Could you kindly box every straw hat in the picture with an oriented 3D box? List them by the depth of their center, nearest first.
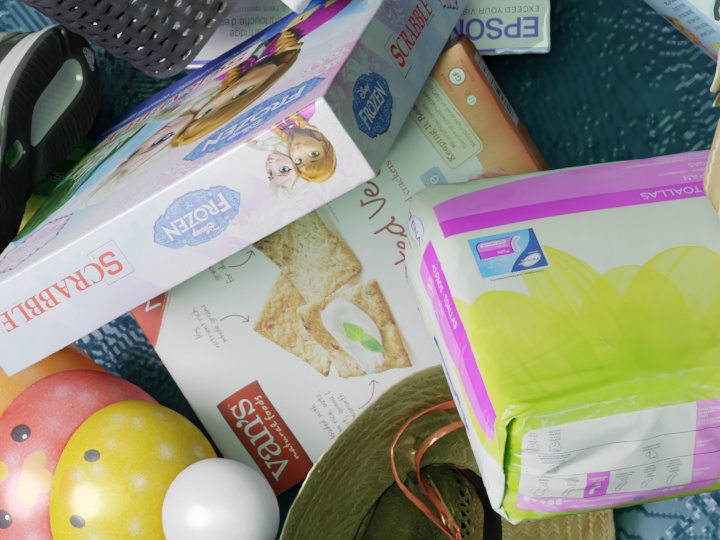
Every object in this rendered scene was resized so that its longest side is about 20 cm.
[{"bbox_3d":[0.020,0.128,1.026,0.085,0.200,0.202,24,90,56],"label":"straw hat"}]

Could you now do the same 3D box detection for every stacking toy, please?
[{"bbox_3d":[-0.108,0.098,1.002,0.199,0.145,0.148,-1,82,46],"label":"stacking toy"}]

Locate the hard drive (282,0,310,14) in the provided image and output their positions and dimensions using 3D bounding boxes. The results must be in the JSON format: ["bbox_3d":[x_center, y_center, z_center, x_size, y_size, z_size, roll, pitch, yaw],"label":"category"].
[{"bbox_3d":[0.027,-0.203,0.999,0.026,0.132,0.200,38,97,-7],"label":"hard drive"}]

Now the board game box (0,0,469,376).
[{"bbox_3d":[-0.059,-0.055,0.991,0.199,0.200,0.041,-28,107,25],"label":"board game box"}]

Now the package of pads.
[{"bbox_3d":[0.132,0.022,0.938,0.198,0.069,0.155,-9,42,-10],"label":"package of pads"}]

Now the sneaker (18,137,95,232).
[{"bbox_3d":[-0.214,-0.049,1.131,0.199,0.074,0.084,14,57,21],"label":"sneaker"}]

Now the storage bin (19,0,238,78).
[{"bbox_3d":[-0.089,-0.208,1.025,0.200,0.093,0.135,-52,45,11],"label":"storage bin"}]

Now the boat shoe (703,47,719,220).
[{"bbox_3d":[0.184,-0.112,0.917,0.063,0.073,0.202,27,101,37],"label":"boat shoe"}]

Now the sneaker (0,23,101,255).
[{"bbox_3d":[-0.214,-0.042,1.035,0.115,0.076,0.201,4,40,32],"label":"sneaker"}]

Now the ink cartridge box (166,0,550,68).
[{"bbox_3d":[0.001,-0.197,1.094,0.196,0.043,0.202,0,85,15],"label":"ink cartridge box"}]

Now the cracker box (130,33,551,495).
[{"bbox_3d":[0.000,0.000,1.046,0.199,0.058,0.134,-32,96,10],"label":"cracker box"}]

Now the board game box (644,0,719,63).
[{"bbox_3d":[0.152,-0.171,0.995,0.200,0.105,0.103,40,94,-2],"label":"board game box"}]
